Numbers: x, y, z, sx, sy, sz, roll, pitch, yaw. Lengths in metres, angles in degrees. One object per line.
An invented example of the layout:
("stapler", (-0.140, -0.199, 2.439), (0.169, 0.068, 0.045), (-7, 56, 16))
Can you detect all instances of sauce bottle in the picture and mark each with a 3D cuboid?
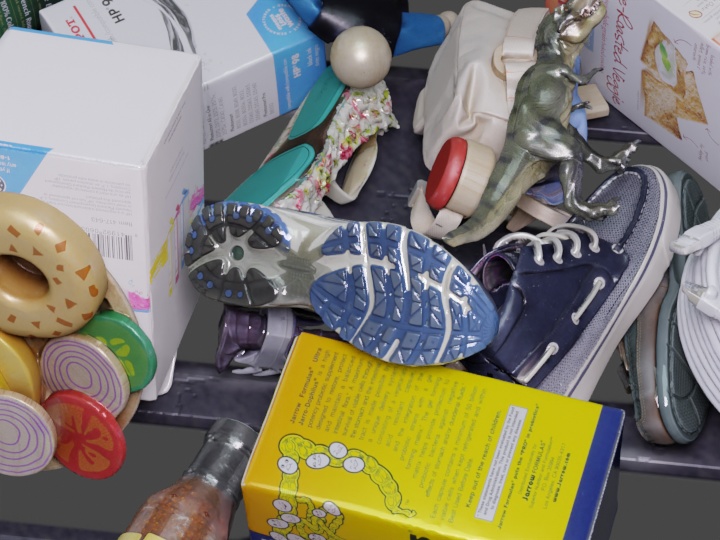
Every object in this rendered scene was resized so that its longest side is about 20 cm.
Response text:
("sauce bottle", (-0.115, 0.175, 1.463), (0.066, 0.066, 0.201), (24, 60, 18))

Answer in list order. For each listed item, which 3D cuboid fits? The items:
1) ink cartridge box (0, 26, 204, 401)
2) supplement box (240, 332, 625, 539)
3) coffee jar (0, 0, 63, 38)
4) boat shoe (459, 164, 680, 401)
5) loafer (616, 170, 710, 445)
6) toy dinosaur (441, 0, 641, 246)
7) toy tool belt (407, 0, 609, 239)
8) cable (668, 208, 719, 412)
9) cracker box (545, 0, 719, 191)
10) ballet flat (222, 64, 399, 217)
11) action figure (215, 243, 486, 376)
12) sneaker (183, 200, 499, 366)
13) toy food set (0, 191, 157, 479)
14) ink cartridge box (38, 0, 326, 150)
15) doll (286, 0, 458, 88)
("ink cartridge box", (-0.170, -0.024, 1.537), (0.127, 0.201, 0.126), (9, 38, 9))
("supplement box", (0.043, 0.130, 1.460), (0.198, 0.109, 0.110), (13, 56, 12))
("coffee jar", (-0.239, -0.208, 1.725), (0.199, 0.086, 0.104), (-32, 56, -17))
("boat shoe", (0.121, -0.002, 1.512), (0.074, 0.093, 0.201), (-2, 52, 44))
("loafer", (0.180, 0.028, 1.561), (0.063, 0.072, 0.201), (-14, 45, 26))
("toy dinosaur", (0.119, -0.072, 1.508), (0.088, 0.047, 0.201), (30, 60, -7))
("toy tool belt", (0.106, -0.084, 1.594), (0.122, 0.125, 0.201), (21, 32, -11))
("cable", (0.287, 0.033, 1.508), (0.199, 0.069, 0.200), (-33, 75, -37))
("cracker box", (0.205, -0.143, 1.628), (0.058, 0.134, 0.200), (-38, 61, -22))
("ballet flat", (-0.030, -0.059, 1.612), (0.075, 0.064, 0.200), (-14, 32, 47))
("action figure", (0.013, 0.037, 1.556), (0.198, 0.070, 0.131), (6, 48, 2))
("sneaker", (0.000, 0.000, 1.479), (0.199, 0.085, 0.078), (20, 101, 26))
("toy food set", (-0.216, 0.045, 1.485), (0.199, 0.199, 0.049), (-13, 29, 22))
("ink cartridge box", (-0.134, -0.137, 1.681), (0.199, 0.067, 0.116), (-25, 58, -15))
("doll", (0.002, -0.181, 1.668), (0.136, 0.049, 0.201), (20, 30, -13))
